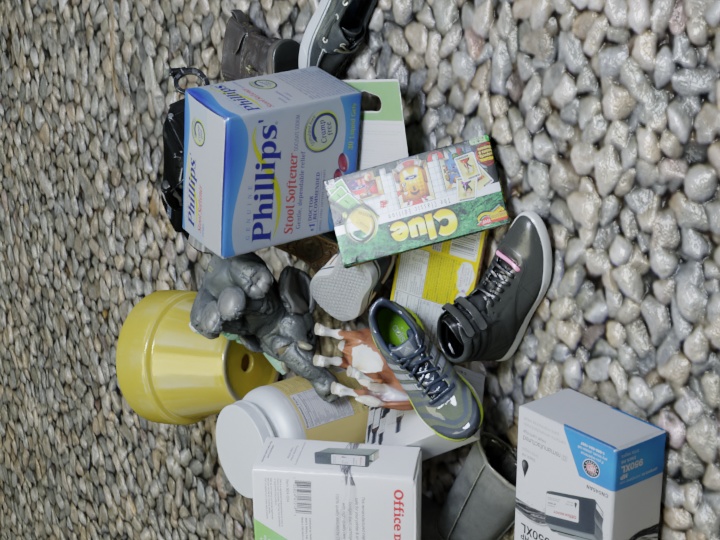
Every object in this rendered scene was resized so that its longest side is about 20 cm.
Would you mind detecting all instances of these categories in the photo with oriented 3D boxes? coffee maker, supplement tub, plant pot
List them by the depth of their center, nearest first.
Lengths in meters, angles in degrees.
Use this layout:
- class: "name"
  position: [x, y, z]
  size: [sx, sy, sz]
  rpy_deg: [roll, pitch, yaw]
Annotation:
- class: "supplement tub"
  position: [-0.077, 0.214, 1.712]
  size: [0.145, 0.198, 0.147]
  rpy_deg: [21, 117, 48]
- class: "coffee maker"
  position: [-0.215, -0.151, 1.824]
  size: [0.200, 0.133, 0.194]
  rpy_deg: [109, 160, -62]
- class: "plant pot"
  position: [-0.229, 0.131, 1.913]
  size: [0.187, 0.200, 0.203]
  rpy_deg: [1, 101, 38]

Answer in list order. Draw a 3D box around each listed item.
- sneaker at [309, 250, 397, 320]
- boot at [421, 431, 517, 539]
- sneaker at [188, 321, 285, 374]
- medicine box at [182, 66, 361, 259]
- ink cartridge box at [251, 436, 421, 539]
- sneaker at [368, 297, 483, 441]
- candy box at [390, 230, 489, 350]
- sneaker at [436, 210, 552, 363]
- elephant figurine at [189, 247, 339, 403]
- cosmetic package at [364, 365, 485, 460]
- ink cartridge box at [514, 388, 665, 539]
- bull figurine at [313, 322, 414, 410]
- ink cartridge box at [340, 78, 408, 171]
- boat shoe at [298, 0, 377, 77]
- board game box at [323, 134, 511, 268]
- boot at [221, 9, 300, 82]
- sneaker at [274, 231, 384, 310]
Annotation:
- class: "sneaker"
  position: [0.000, 0.000, 1.596]
  size: [0.078, 0.079, 0.200]
  rpy_deg: [44, 155, -1]
- class: "boot"
  position: [0.117, 0.275, 1.581]
  size: [0.181, 0.072, 0.201]
  rpy_deg: [37, 136, 24]
- class: "sneaker"
  position: [-0.139, 0.087, 1.769]
  size: [0.074, 0.199, 0.119]
  rpy_deg: [-40, 72, 34]
- class: "medicine box"
  position: [-0.109, -0.134, 1.568]
  size: [0.103, 0.198, 0.184]
  rpy_deg: [34, 129, 42]
- class: "ink cartridge box"
  position: [-0.025, 0.291, 1.566]
  size: [0.197, 0.084, 0.147]
  rpy_deg: [3, 111, 9]
- class: "sneaker"
  position: [0.066, 0.112, 1.482]
  size: [0.074, 0.081, 0.200]
  rpy_deg: [-41, 64, 2]
- class: "candy box"
  position: [0.093, -0.002, 1.531]
  size: [0.101, 0.026, 0.202]
  rpy_deg: [19, 119, 18]
- class: "sneaker"
  position: [0.146, 0.028, 1.442]
  size: [0.071, 0.098, 0.202]
  rpy_deg: [44, 132, 37]
- class: "elephant figurine"
  position: [-0.113, 0.063, 1.675]
  size: [0.141, 0.199, 0.157]
  rpy_deg: [-3, 63, 54]
- class: "cosmetic package"
  position: [0.075, 0.187, 1.600]
  size: [0.200, 0.050, 0.083]
  rpy_deg: [-33, 44, 52]
- class: "ink cartridge box"
  position: [0.244, 0.251, 1.392]
  size: [0.144, 0.084, 0.202]
  rpy_deg: [21, 117, 49]
- class: "bull figurine"
  position: [0.009, 0.114, 1.607]
  size: [0.200, 0.120, 0.066]
  rpy_deg: [41, 120, 60]
- class: "ink cartridge box"
  position: [0.030, -0.136, 1.590]
  size: [0.145, 0.048, 0.203]
  rpy_deg: [10, 109, 52]
- class: "boat shoe"
  position: [-0.022, -0.302, 1.596]
  size: [0.057, 0.068, 0.201]
  rpy_deg: [48, 133, 32]
- class: "board game box"
  position: [0.064, -0.078, 1.471]
  size: [0.198, 0.023, 0.106]
  rpy_deg: [-15, 85, 10]
- class: "boot"
  position: [-0.139, -0.249, 1.781]
  size: [0.174, 0.069, 0.202]
  rpy_deg: [28, 119, 52]
- class: "sneaker"
  position: [-0.042, -0.033, 1.703]
  size: [0.199, 0.090, 0.067]
  rpy_deg: [35, 119, 4]
